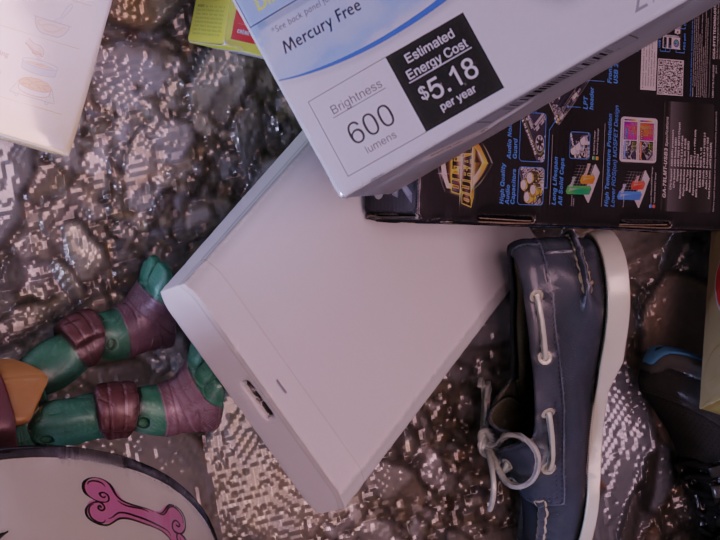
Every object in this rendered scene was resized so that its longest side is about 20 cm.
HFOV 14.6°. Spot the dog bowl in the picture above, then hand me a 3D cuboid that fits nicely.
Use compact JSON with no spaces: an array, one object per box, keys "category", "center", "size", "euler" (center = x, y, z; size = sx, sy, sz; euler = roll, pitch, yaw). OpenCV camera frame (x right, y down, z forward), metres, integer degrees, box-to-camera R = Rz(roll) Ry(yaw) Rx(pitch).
[{"category":"dog bowl","center":[-0.152,0.168,1.232],"size":[0.199,0.074,0.201],"euler":[-10,138,-9]}]

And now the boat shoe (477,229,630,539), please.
[{"category":"boat shoe","center":[0.089,0.072,1.388],"size":[0.062,0.075,0.201],"euler":[-1,124,-12]}]

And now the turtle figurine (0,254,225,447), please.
[{"category":"turtle figurine","center":[-0.171,0.054,1.287],"size":[0.199,0.101,0.150],"euler":[-13,60,-22]}]

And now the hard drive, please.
[{"category":"hard drive","center":[0.000,0.000,1.336],"size":[0.132,0.026,0.200],"euler":[55,48,-18]}]

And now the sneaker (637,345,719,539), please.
[{"category":"sneaker","center":[0.202,0.123,1.455],"size":[0.082,0.073,0.200],"euler":[-45,109,-10]}]

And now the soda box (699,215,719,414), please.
[{"category":"soda box","center":[0.218,-0.024,1.409],"size":[0.064,0.068,0.201],"euler":[16,67,-23]}]

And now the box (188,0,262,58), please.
[{"category":"box","center":[-0.024,-0.198,1.339],"size":[0.075,0.050,0.201],"euler":[12,92,-25]}]

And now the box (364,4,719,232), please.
[{"category":"box","center":[0.094,-0.120,1.363],"size":[0.198,0.050,0.201],"euler":[0,91,-36]}]

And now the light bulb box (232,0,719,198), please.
[{"category":"light bulb box","center":[0.037,-0.165,1.223],"size":[0.198,0.125,0.201],"euler":[-30,87,10]}]

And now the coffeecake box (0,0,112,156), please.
[{"category":"coffeecake box","center":[-0.183,-0.169,1.266],"size":[0.153,0.073,0.201],"euler":[16,90,-22]}]
